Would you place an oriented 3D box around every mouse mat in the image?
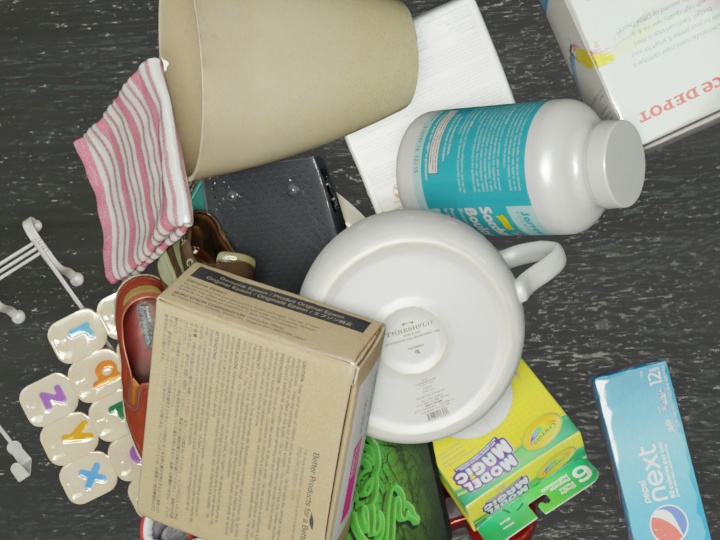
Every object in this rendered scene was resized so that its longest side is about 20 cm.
[{"bbox_3d":[-0.016,0.163,1.164,0.159,0.008,0.202,-18,52,7],"label":"mouse mat"}]

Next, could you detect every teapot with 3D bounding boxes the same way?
[{"bbox_3d":[0.042,0.033,1.142,0.198,0.146,0.199,24,103,-6],"label":"teapot"}]

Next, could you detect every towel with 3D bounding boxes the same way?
[{"bbox_3d":[-0.201,-0.081,1.236,0.030,0.200,0.148,-8,79,-29],"label":"towel"}]

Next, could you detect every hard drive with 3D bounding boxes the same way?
[{"bbox_3d":[-0.064,-0.001,1.250,0.133,0.042,0.203,-4,105,30],"label":"hard drive"}]

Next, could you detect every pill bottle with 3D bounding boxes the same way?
[{"bbox_3d":[0.135,-0.085,1.175,0.198,0.110,0.113,0,87,40],"label":"pill bottle"}]

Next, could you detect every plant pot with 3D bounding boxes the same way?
[{"bbox_3d":[-0.057,-0.177,1.186,0.197,0.187,0.190,-6,87,-17],"label":"plant pot"}]

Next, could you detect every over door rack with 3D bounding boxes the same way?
[{"bbox_3d":[-0.308,0.071,1.302,0.147,0.067,0.201,-31,99,3],"label":"over door rack"}]

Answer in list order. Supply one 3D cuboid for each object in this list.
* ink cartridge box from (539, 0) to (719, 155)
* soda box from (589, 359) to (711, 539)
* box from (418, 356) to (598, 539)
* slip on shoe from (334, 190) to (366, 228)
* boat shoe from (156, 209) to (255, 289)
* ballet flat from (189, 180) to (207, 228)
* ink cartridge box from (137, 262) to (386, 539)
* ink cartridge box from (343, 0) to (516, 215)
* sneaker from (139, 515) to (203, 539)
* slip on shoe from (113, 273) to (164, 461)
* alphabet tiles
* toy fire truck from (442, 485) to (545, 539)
[{"bbox_3d":[0.253,-0.214,1.223,0.146,0.145,0.202,-23,86,2],"label":"ink cartridge box"},{"bbox_3d":[0.260,0.185,1.245,0.067,0.064,0.203,-14,86,4],"label":"soda box"},{"bbox_3d":[0.102,0.127,1.180,0.117,0.049,0.201,-32,52,-6],"label":"box"},{"bbox_3d":[0.000,0.000,1.272,0.061,0.076,0.200,-42,92,-7],"label":"slip on shoe"},{"bbox_3d":[-0.119,0.018,1.179,0.075,0.074,0.203,-61,41,21],"label":"boat shoe"},{"bbox_3d":[-0.123,-0.127,1.291,0.063,0.067,0.201,27,79,41],"label":"ballet flat"},{"bbox_3d":[-0.078,0.115,1.070,0.163,0.075,0.202,17,118,13],"label":"ink cartridge box"},{"bbox_3d":[0.067,-0.131,1.295,0.160,0.050,0.202,-22,100,3],"label":"ink cartridge box"},{"bbox_3d":[-0.105,0.187,1.206,0.199,0.113,0.071,-39,70,-14],"label":"sneaker"},{"bbox_3d":[-0.177,0.105,1.239,0.073,0.061,0.203,-11,99,-8],"label":"slip on shoe"},{"bbox_3d":[-0.199,0.119,1.275,0.194,0.015,0.202,-26,99,-4],"label":"alphabet tiles"},{"bbox_3d":[0.066,0.172,1.252,0.197,0.112,0.170,-17,62,3],"label":"toy fire truck"}]
